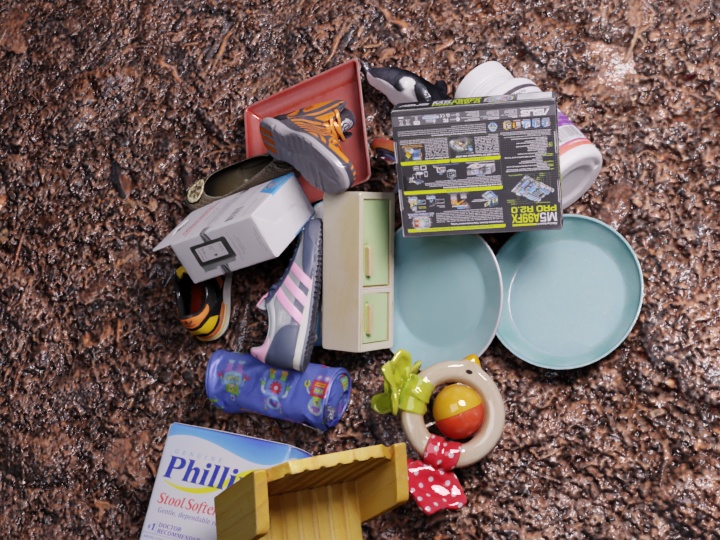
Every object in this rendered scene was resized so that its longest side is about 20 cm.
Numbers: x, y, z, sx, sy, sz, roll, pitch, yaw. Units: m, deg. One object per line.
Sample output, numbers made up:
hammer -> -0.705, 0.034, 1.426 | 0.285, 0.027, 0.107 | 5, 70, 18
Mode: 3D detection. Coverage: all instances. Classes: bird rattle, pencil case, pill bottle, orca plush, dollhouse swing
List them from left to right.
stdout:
pencil case -> -0.109, 0.158, 1.456 | 0.198, 0.078, 0.088 | 7, 85, 23
dollhouse swing -> -0.045, 0.319, 1.278 | 0.182, 0.198, 0.178 | -41, 59, 53
orca plush -> 0.087, -0.236, 1.533 | 0.071, 0.106, 0.199 | -31, 41, -23
bird rattle -> 0.099, 0.187, 1.350 | 0.161, 0.113, 0.202 | -23, 72, -1
pill bottle -> 0.211, -0.177, 1.436 | 0.111, 0.111, 0.201 | -39, 62, 4

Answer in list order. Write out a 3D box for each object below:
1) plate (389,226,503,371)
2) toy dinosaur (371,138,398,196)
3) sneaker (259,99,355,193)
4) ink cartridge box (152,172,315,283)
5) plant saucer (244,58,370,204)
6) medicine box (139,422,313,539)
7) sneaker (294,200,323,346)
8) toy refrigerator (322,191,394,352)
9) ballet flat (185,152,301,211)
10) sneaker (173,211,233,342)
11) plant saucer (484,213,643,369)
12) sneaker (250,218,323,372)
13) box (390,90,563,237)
plate -> 0.100, 0.031, 1.423 | 0.198, 0.025, 0.203 | 0, 90, 34
toy dinosaur -> 0.095, -0.150, 1.455 | 0.181, 0.105, 0.201 | 41, 118, 25
sneaker -> -0.042, -0.174, 1.442 | 0.111, 0.078, 0.200 | -28, 41, -22
ink cartridge box -> -0.171, -0.051, 1.485 | 0.198, 0.068, 0.116 | -16, 24, 38
plant saucer -> -0.071, -0.175, 1.563 | 0.198, 0.037, 0.202 | -19, 61, 25
medicine box -> -0.171, 0.314, 1.410 | 0.180, 0.103, 0.202 | 7, 75, 22
sneaker -> -0.051, 0.005, 1.498 | 0.080, 0.077, 0.203 | 8, 76, 7
toy refrigerator -> 0.000, 0.000, 1.427 | 0.069, 0.075, 0.203 | 4, 94, 39
ballet flat -> -0.169, -0.131, 1.552 | 0.198, 0.046, 0.068 | -15, 58, 26
sneaker -> -0.224, -0.007, 1.550 | 0.069, 0.090, 0.203 | -10, 68, 17
plant saucer -> 0.256, 0.030, 1.388 | 0.198, 0.036, 0.203 | -7, 70, 19
sneaker -> -0.092, 0.026, 1.421 | 0.081, 0.070, 0.203 | 7, 74, 8
box -> 0.142, -0.126, 1.336 | 0.197, 0.044, 0.162 | -3, 110, 12
